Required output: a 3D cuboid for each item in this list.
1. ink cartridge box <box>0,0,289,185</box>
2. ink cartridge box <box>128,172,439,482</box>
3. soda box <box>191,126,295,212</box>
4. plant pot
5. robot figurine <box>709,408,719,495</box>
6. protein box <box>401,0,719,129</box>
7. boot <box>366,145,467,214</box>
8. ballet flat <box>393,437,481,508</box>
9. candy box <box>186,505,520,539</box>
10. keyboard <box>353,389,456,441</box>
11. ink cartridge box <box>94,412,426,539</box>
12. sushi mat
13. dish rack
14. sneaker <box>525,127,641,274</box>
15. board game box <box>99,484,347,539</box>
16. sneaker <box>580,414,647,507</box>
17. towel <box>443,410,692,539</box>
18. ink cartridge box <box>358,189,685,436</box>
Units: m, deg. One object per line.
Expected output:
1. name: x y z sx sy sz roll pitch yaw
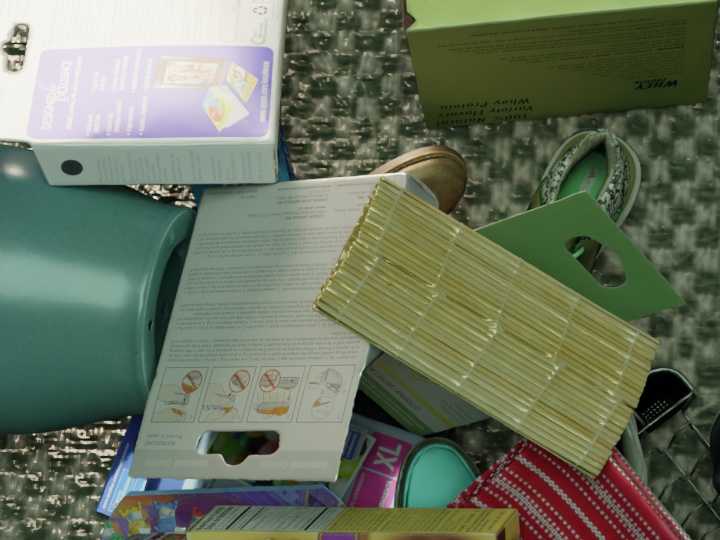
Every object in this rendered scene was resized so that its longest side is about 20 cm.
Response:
1. ink cartridge box: -0.148 -0.130 1.664 0.199 0.044 0.199 2 41 0
2. ink cartridge box: -0.046 0.041 1.574 0.160 0.050 0.201 -3 66 35
3. soda box: -0.091 -0.108 1.764 0.068 0.064 0.201 -15 75 2
4. plant pot: -0.201 0.015 1.659 0.187 0.200 0.201 6 76 15
5. robot figurine: 0.298 0.090 1.618 0.125 0.150 0.200 33 52 9
6. protein box: 0.127 -0.194 1.693 0.198 0.200 0.136 -5 75 4
7. boot: 0.000 0.000 1.709 0.200 0.074 0.076 -40 39 2
8. ballet flat: 0.066 0.207 1.661 0.067 0.064 0.201 -16 83 -5
9. candy box: -0.001 0.206 1.570 0.199 0.056 0.117 -2 103 20
10. keyboard: -0.008 0.162 1.708 0.126 0.021 0.201 8 75 7
11. ink cartridge box: -0.066 0.135 1.691 0.199 0.042 0.120 18 78 12
12. sushi mat: 0.076 0.034 1.524 0.200 0.012 0.096 31 67 -4
13. dish rack: 0.200 0.182 1.663 0.153 0.055 0.200 -37 75 -4
14. sneaker: 0.126 -0.012 1.703 0.077 0.089 0.201 19 79 10
15. board game box: -0.083 0.220 1.647 0.199 0.039 0.159 -3 101 15
16. sneaker: 0.148 0.163 1.594 0.078 0.099 0.201 -11 76 1
17. towel: 0.106 0.192 1.571 0.145 0.022 0.200 50 119 7
18. ink cartridge box: 0.084 0.031 1.614 0.199 0.146 0.048 -17 52 27
